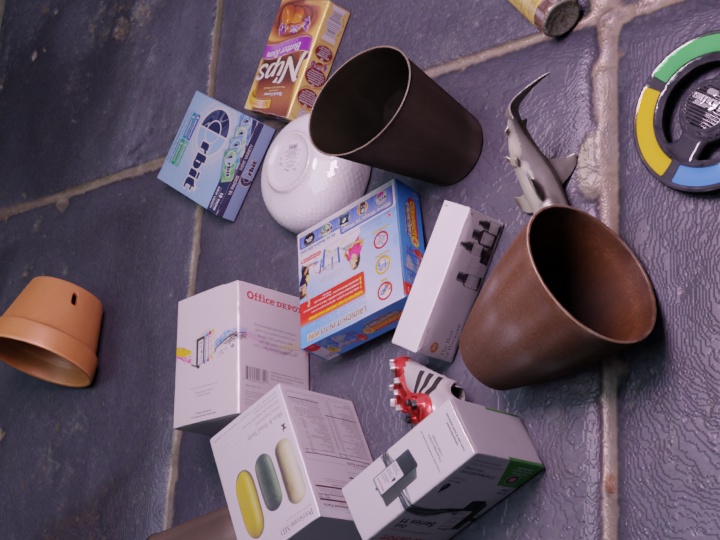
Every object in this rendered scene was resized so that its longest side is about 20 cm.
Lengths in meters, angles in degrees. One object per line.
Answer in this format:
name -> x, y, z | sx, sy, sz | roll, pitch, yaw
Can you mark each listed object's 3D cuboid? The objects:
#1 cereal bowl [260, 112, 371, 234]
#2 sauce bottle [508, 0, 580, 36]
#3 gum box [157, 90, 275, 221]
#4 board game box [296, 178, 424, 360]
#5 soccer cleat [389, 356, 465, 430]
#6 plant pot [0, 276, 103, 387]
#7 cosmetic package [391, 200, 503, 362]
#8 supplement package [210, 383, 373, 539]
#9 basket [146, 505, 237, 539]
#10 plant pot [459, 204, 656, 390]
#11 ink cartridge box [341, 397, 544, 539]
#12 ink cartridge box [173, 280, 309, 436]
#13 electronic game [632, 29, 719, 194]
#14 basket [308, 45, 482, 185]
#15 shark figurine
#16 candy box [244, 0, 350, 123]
cereal bowl -> -0.083, -0.154, 1.777 | 0.200, 0.083, 0.200 | -16, 66, 40
sauce bottle -> 0.222, -0.393, 1.583 | 0.065, 0.065, 0.200 | -49, 47, 20
gum box -> -0.248, -0.197, 1.973 | 0.200, 0.045, 0.170 | 30, 97, 45
board game box -> 0.000, 0.000, 1.647 | 0.200, 0.056, 0.196 | -28, 51, 34
soccer cleat -> 0.089, 0.160, 1.506 | 0.200, 0.085, 0.069 | -131, 39, -74
plant pot -> -0.546, 0.103, 2.067 | 0.200, 0.200, 0.140 | -6, 55, 42
cosmetic package -> 0.116, 0.016, 1.530 | 0.051, 0.083, 0.200 | 21, 92, 46
supplement package -> -0.081, 0.287, 1.575 | 0.152, 0.151, 0.200 | -40, 52, 26
basket -> -0.198, 0.415, 1.650 | 0.200, 0.136, 0.180 | -35, 55, 26
plant pot -> 0.212, 0.056, 1.378 | 0.200, 0.187, 0.187 | -47, 48, 41
ink cartridge box -> 0.099, 0.254, 1.421 | 0.200, 0.147, 0.083 | -44, 51, 26
ink cartridge box -> -0.175, 0.137, 1.718 | 0.145, 0.147, 0.200 | -18, 64, 39
electronic game -> 0.408, -0.186, 1.351 | 0.200, 0.042, 0.200 | -17, 65, 39
basket -> 0.063, -0.196, 1.569 | 0.180, 0.200, 0.136 | -32, 57, 33
shark figurine -> 0.232, -0.145, 1.465 | 0.089, 0.215, 0.128 | -24, 17, -7
candy box -> -0.103, -0.338, 1.878 | 0.117, 0.056, 0.200 | 19, 91, 44
